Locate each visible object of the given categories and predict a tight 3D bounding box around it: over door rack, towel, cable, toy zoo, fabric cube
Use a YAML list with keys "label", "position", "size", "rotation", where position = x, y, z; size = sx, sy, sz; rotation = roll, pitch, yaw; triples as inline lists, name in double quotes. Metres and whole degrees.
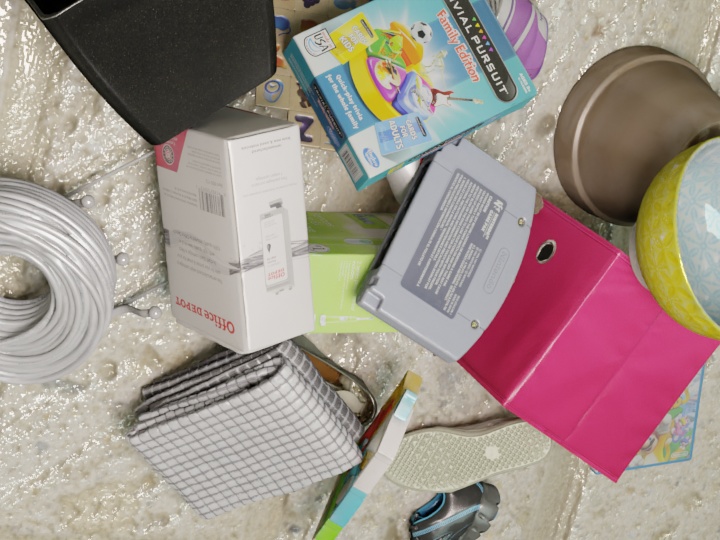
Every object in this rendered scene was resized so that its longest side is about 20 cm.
- label: "over door rack"
  position: [-0.215, -0.035, 1.392]
  size: [0.199, 0.067, 0.149]
  rotation: [-32, 120, -10]
- label: "towel"
  position: [-0.118, 0.160, 1.468]
  size: [0.199, 0.086, 0.166]
  rotation: [-23, 129, 19]
- label: "cable"
  position: [-0.326, 0.011, 1.325]
  size: [0.198, 0.069, 0.201]
  rotation: [15, 123, -9]
- label: "toy zoo"
  position: [0.013, 0.192, 1.502]
  size: [0.020, 0.132, 0.201]
  rotation: [29, 128, -4]
- label: "fabric cube"
  position: [0.231, 0.069, 1.556]
  size: [0.199, 0.196, 0.200]
  rotation: [35, 95, -31]

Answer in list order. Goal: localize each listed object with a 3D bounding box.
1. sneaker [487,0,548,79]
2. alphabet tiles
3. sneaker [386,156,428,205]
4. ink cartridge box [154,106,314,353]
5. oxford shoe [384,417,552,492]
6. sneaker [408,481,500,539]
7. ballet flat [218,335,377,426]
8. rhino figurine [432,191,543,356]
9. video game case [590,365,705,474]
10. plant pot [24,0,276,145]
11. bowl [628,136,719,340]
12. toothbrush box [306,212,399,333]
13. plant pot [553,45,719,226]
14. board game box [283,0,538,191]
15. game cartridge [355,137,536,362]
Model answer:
- label: "sneaker"
  position: [0.126, -0.190, 1.484]
  size: [0.114, 0.073, 0.201]
  rotation: [21, 110, -45]
- label: "alphabet tiles"
  position: [-0.018, -0.211, 1.379]
  size: [0.165, 0.006, 0.202]
  rotation: [6, 76, -15]
- label: "sneaker"
  position: [0.002, -0.154, 1.423]
  size: [0.107, 0.067, 0.204]
  rotation: [-9, 93, -19]
- label: "ink cartridge box"
  position: [-0.120, -0.042, 1.334]
  size: [0.082, 0.146, 0.202]
  rotation: [-16, 111, -33]
- label: "oxford shoe"
  position: [0.120, 0.208, 1.631]
  size: [0.198, 0.058, 0.076]
  rotation: [-11, 91, -1]
- label: "sneaker"
  position: [0.081, 0.323, 1.668]
  size: [0.081, 0.073, 0.201]
  rotation: [29, 90, -13]
- label: "ballet flat"
  position: [-0.060, 0.110, 1.517]
  size: [0.199, 0.064, 0.068]
  rotation: [31, 95, -30]
- label: "rhino figurine"
  position: [0.121, 0.001, 1.526]
  size: [0.059, 0.087, 0.202]
  rotation: [27, 84, -27]
- label: "video game case"
  position: [0.355, 0.148, 1.743]
  size: [0.142, 0.018, 0.202]
  rotation: [-5, 111, -22]
- label: "plant pot"
  position: [-0.184, -0.234, 1.266]
  size: [0.199, 0.200, 0.178]
  rotation: [-32, 130, -10]
- label: "bowl"
  position: [0.331, -0.023, 1.409]
  size: [0.199, 0.107, 0.202]
  rotation: [9, 76, -40]
- label: "toothbrush box"
  position: [0.000, 0.000, 1.455]
  size: [0.198, 0.146, 0.087]
  rotation: [2, 108, -24]
- label: "plant pot"
  position: [0.334, -0.125, 1.541]
  size: [0.198, 0.174, 0.202]
  rotation: [-8, 113, -20]
- label: "board game box"
  position: [0.049, -0.189, 1.364]
  size: [0.199, 0.047, 0.152]
  rotation: [-28, 86, -20]
- label: "game cartridge"
  position: [0.091, -0.020, 1.390]
  size: [0.133, 0.041, 0.201]
  rotation: [34, 70, -20]
